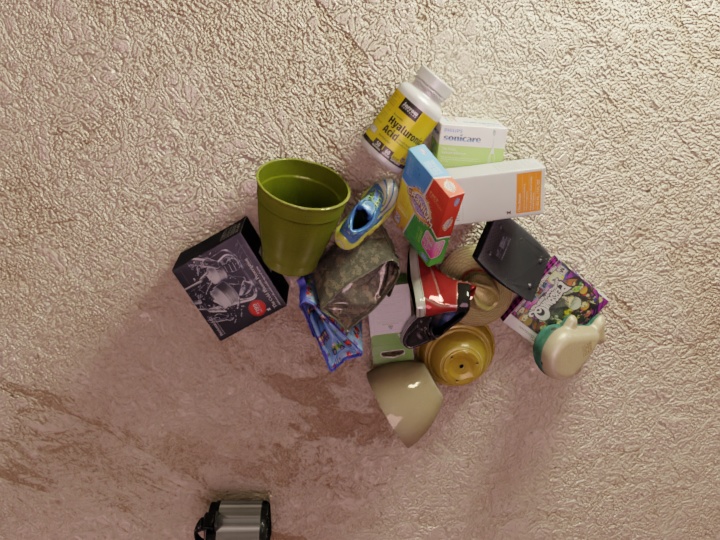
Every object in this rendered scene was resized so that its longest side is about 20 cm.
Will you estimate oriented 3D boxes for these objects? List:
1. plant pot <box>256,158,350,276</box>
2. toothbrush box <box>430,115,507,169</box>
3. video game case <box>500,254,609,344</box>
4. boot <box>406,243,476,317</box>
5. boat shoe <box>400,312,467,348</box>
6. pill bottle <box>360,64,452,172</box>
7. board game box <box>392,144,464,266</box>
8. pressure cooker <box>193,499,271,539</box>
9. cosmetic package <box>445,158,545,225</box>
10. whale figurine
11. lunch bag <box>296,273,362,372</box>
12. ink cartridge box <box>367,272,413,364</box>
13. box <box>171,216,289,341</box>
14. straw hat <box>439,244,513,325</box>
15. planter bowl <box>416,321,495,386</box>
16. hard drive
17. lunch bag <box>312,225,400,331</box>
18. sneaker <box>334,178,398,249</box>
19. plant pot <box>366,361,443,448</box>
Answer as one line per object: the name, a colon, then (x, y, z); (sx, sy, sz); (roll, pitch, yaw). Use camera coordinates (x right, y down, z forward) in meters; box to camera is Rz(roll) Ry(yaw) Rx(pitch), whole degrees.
plant pot: (-0.136, -0.102, 1.442); (0.195, 0.202, 0.196); (10, 125, -8)
toothbrush box: (0.221, -0.217, 1.454); (0.142, 0.086, 0.204); (2, 115, -6)
video game case: (0.464, 0.091, 1.628); (0.180, 0.036, 0.201); (35, 107, -18)
boot: (0.177, 0.016, 1.498); (0.141, 0.203, 0.073); (-5, 137, -3)
boat shoe: (0.168, 0.124, 1.533); (0.199, 0.067, 0.070); (-36, 111, 23)
pill bottle: (0.098, -0.312, 1.393); (0.110, 0.112, 0.201); (33, 107, -16)
board game box: (0.136, -0.133, 1.409); (0.040, 0.154, 0.202); (-19, 145, -24)
pressure cooker: (-0.333, 0.690, 1.770); (0.195, 0.179, 0.181); (2, 94, -4)
cosmetic package: (0.275, -0.163, 1.398); (0.195, 0.072, 0.104); (-8, 115, -4)
whale figurine: (0.492, 0.169, 1.606); (0.197, 0.103, 0.162); (-27, 118, -20)
lunch bag: (-0.080, 0.096, 1.536); (0.093, 0.151, 0.202); (-28, 112, 11)
ink cartridge box: (0.068, 0.114, 1.603); (0.101, 0.060, 0.204); (-7, 114, -1)
box: (-0.285, 0.019, 1.519); (0.179, 0.105, 0.202); (-27, 112, 10)
straw hat: (0.274, 0.047, 1.556); (0.196, 0.085, 0.206); (-1, 106, -4)
planter bowl: (0.237, 0.213, 1.642); (0.195, 0.084, 0.205); (-1, 114, -2)
hard drive: (0.336, -0.030, 1.522); (0.198, 0.042, 0.137); (33, 75, -30)
lunch bag: (0.000, 0.000, 1.485); (0.199, 0.165, 0.117); (-40, 126, 15)
sneaker: (0.027, -0.128, 1.429); (0.075, 0.105, 0.201); (39, 69, -5)
plant pot: (0.119, 0.297, 1.615); (0.133, 0.201, 0.202); (-31, 112, 3)
